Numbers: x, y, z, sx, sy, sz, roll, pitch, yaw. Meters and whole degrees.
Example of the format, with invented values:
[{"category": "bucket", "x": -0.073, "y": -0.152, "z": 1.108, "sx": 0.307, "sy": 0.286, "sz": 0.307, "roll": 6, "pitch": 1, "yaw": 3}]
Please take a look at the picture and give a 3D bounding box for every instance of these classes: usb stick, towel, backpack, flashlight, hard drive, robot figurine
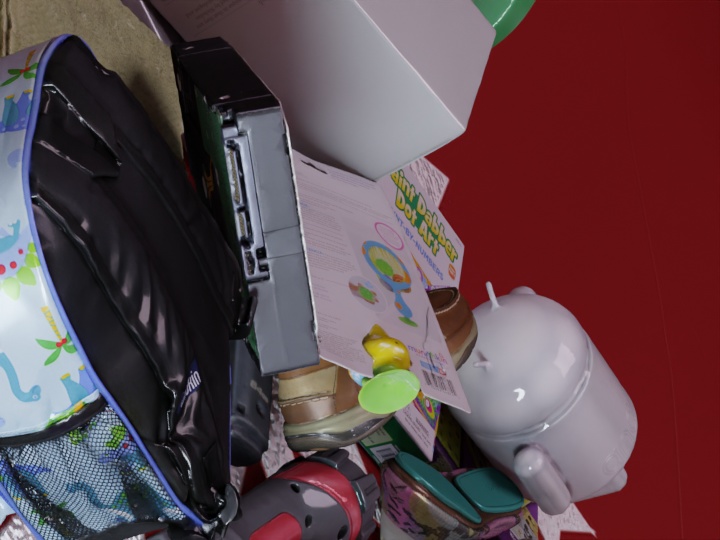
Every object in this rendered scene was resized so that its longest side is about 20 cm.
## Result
[{"category": "usb stick", "x": -0.069, "y": 0.020, "z": 1.218, "sx": 0.056, "sy": 0.032, "sz": 0.201, "roll": 64, "pitch": 23, "yaw": -55}, {"category": "towel", "x": -0.159, "y": -0.107, "z": 1.129, "sx": 0.200, "sy": 0.036, "sz": 0.149, "roll": 39, "pitch": 38, "yaw": -52}, {"category": "backpack", "x": -0.148, "y": 0.012, "z": 0.902, "sx": 0.184, "sy": 0.146, "sz": 0.201, "roll": -90, "pitch": 161, "yaw": -49}, {"category": "flashlight", "x": -0.053, "y": 0.155, "z": 1.132, "sx": 0.200, "sy": 0.067, "sz": 0.068, "roll": -29, "pitch": 132, "yaw": -66}, {"category": "hard drive", "x": -0.063, "y": -0.041, "z": 1.086, "sx": 0.200, "sy": 0.038, "sz": 0.141, "roll": -126, "pitch": -153, "yaw": -70}, {"category": "robot figurine", "x": 0.130, "y": 0.093, "z": 1.468, "sx": 0.200, "sy": 0.112, "sz": 0.170, "roll": 51, "pitch": 27, "yaw": -43}]

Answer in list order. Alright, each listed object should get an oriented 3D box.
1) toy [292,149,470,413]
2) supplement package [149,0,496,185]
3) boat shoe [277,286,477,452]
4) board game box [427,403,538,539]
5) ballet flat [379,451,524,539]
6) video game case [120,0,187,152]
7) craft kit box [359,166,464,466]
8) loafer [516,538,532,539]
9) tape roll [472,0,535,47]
[{"category": "toy", "x": -0.015, "y": 0.008, "z": 1.185, "sx": 0.115, "sy": 0.047, "sz": 0.200, "roll": 22, "pitch": 29, "yaw": -36}, {"category": "supplement package", "x": -0.024, "y": -0.166, "z": 1.271, "sx": 0.200, "sy": 0.117, "sz": 0.117, "roll": 47, "pitch": 36, "yaw": -22}, {"category": "boat shoe", "x": 0.011, "y": 0.044, "z": 1.257, "sx": 0.200, "sy": 0.075, "sz": 0.074, "roll": -37, "pitch": 110, "yaw": -57}, {"category": "board game box", "x": 0.082, "y": 0.137, "z": 1.509, "sx": 0.200, "sy": 0.032, "sz": 0.120, "roll": 56, "pitch": 31, "yaw": -35}, {"category": "ballet flat", "x": 0.052, "y": 0.167, "z": 1.358, "sx": 0.069, "sy": 0.071, "sz": 0.200, "roll": 46, "pitch": 11, "yaw": 21}, {"category": "video game case", "x": -0.112, "y": -0.177, "z": 1.318, "sx": 0.201, "sy": 0.023, "sz": 0.182, "roll": 64, "pitch": 23, "yaw": -15}, {"category": "craft kit box", "x": 0.000, "y": 0.000, "z": 1.378, "sx": 0.200, "sy": 0.048, "sz": 0.198, "roll": 52, "pitch": 33, "yaw": -39}, {"category": "loafer", "x": 0.069, "y": 0.228, "z": 1.353, "sx": 0.200, "sy": 0.076, "sz": 0.068, "roll": -7, "pitch": 81, "yaw": -59}, {"category": "tape roll", "x": 0.043, "y": -0.253, "z": 1.504, "sx": 0.048, "sy": 0.200, "sz": 0.202, "roll": -7, "pitch": 78, "yaw": -67}]
